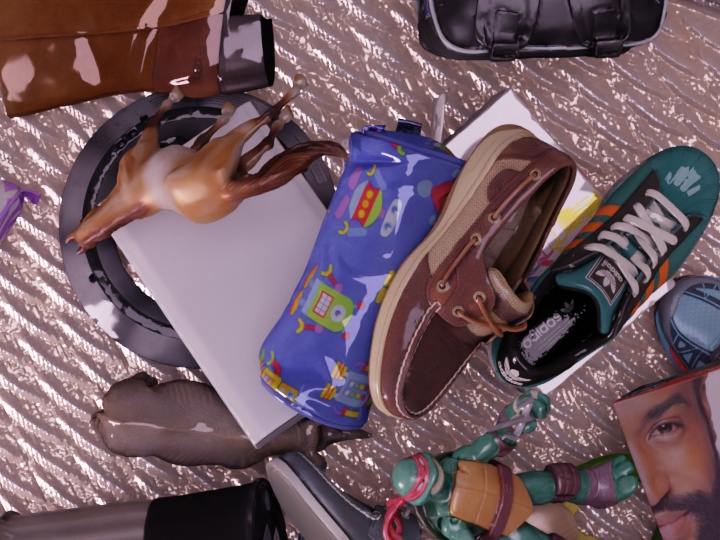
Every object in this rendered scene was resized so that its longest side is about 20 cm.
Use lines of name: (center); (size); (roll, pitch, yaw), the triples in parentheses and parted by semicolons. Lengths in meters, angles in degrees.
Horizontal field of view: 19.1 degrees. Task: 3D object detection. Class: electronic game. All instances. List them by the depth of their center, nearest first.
electronic game: (-0.113, -0.031, 1.508); (0.198, 0.042, 0.202); (0, 84, -1)

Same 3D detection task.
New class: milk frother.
milk frother: (-0.146, 0.250, 1.423); (0.187, 0.200, 0.182); (-9, 102, 9)

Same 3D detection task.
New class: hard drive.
hard drive: (-0.073, 0.002, 1.460); (0.132, 0.027, 0.201); (-34, 79, -5)

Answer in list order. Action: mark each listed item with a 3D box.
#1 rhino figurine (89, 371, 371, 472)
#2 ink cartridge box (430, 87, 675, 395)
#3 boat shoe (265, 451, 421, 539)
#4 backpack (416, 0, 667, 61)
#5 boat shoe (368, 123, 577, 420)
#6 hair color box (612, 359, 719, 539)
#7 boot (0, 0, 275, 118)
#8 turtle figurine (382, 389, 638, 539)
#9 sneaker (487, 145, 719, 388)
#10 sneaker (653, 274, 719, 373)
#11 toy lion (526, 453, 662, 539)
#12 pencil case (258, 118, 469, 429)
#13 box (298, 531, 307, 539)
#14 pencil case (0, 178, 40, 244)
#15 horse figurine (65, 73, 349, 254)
rhino figurine: (-0.091, 0.109, 1.490); (0.198, 0.087, 0.060); (6, 91, -3)
ink cartridge box: (0.098, -0.028, 1.478); (0.125, 0.129, 0.200); (-41, 92, -1)
boat shoe: (0.016, 0.189, 1.462); (0.062, 0.073, 0.200); (-45, 99, -17)
backpack: (0.120, -0.247, 1.463); (0.176, 0.151, 0.202); (-3, 98, -6)
boat shoe: (0.074, 0.009, 1.336); (0.072, 0.072, 0.201); (27, 93, -46)
hair color box: (0.262, 0.162, 1.456); (0.110, 0.064, 0.201); (-22, 88, 31)
boot: (-0.163, -0.208, 1.507); (0.198, 0.068, 0.190); (-4, 92, 9)
turtle figurine: (0.092, 0.151, 1.416); (0.199, 0.100, 0.151); (18, 85, -32)
sneaker: (0.163, 0.001, 1.376); (0.071, 0.080, 0.200); (42, 89, -3)
sneaker: (0.294, 0.074, 1.506); (0.200, 0.096, 0.079); (42, 84, -4)
toy lion: (0.222, 0.217, 1.527); (0.191, 0.069, 0.201); (-29, 92, -9)
pencil case: (0.000, 0.000, 1.377); (0.086, 0.078, 0.201); (24, 98, 13)
box: (-0.013, 0.278, 1.516); (0.082, 0.049, 0.202); (6, 91, -3)
pencil case: (-0.328, -0.073, 1.481); (0.199, 0.084, 0.086); (35, 66, -5)
horse figurine: (-0.103, -0.070, 1.396); (0.133, 0.199, 0.050); (-54, 126, -29)
